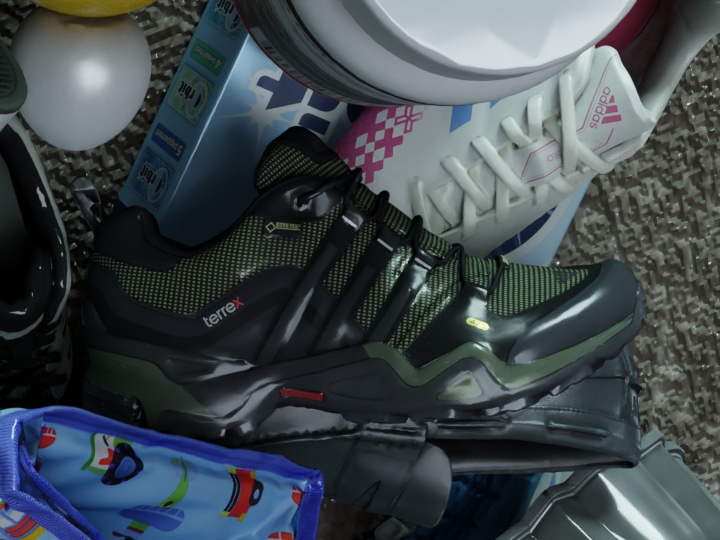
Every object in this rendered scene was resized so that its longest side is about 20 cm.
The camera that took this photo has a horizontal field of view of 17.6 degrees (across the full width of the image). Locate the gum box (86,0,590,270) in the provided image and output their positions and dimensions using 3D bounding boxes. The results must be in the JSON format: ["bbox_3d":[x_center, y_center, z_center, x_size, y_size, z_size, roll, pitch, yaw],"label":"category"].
[{"bbox_3d":[0.012,-0.058,0.894,0.169,0.045,0.201,20,99,-32],"label":"gum box"}]

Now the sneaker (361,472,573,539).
[{"bbox_3d":[0.053,0.123,0.973,0.086,0.075,0.201,32,93,-39],"label":"sneaker"}]

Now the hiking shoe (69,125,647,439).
[{"bbox_3d":[0.000,0.000,0.793,0.198,0.076,0.102,-6,96,-6],"label":"hiking shoe"}]

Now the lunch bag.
[{"bbox_3d":[-0.124,0.090,0.747,0.200,0.149,0.095,37,46,-53],"label":"lunch bag"}]

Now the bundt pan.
[{"bbox_3d":[0.093,0.168,0.954,0.201,0.076,0.203,-38,151,-26],"label":"bundt pan"}]

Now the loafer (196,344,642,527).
[{"bbox_3d":[0.014,0.062,0.866,0.199,0.068,0.071,-10,74,-17],"label":"loafer"}]

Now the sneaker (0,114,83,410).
[{"bbox_3d":[-0.136,0.018,0.822,0.075,0.088,0.201,-24,120,-19],"label":"sneaker"}]

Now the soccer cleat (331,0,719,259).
[{"bbox_3d":[0.055,-0.050,0.840,0.200,0.086,0.070,-47,123,-3],"label":"soccer cleat"}]

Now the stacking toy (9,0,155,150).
[{"bbox_3d":[-0.090,-0.136,0.757,0.145,0.146,0.202,-2,115,-27],"label":"stacking toy"}]

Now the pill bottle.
[{"bbox_3d":[0.022,-0.109,0.725,0.113,0.200,0.115,-1,94,-10],"label":"pill bottle"}]

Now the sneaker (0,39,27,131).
[{"bbox_3d":[-0.213,-0.075,0.734,0.200,0.084,0.121,41,112,2],"label":"sneaker"}]
